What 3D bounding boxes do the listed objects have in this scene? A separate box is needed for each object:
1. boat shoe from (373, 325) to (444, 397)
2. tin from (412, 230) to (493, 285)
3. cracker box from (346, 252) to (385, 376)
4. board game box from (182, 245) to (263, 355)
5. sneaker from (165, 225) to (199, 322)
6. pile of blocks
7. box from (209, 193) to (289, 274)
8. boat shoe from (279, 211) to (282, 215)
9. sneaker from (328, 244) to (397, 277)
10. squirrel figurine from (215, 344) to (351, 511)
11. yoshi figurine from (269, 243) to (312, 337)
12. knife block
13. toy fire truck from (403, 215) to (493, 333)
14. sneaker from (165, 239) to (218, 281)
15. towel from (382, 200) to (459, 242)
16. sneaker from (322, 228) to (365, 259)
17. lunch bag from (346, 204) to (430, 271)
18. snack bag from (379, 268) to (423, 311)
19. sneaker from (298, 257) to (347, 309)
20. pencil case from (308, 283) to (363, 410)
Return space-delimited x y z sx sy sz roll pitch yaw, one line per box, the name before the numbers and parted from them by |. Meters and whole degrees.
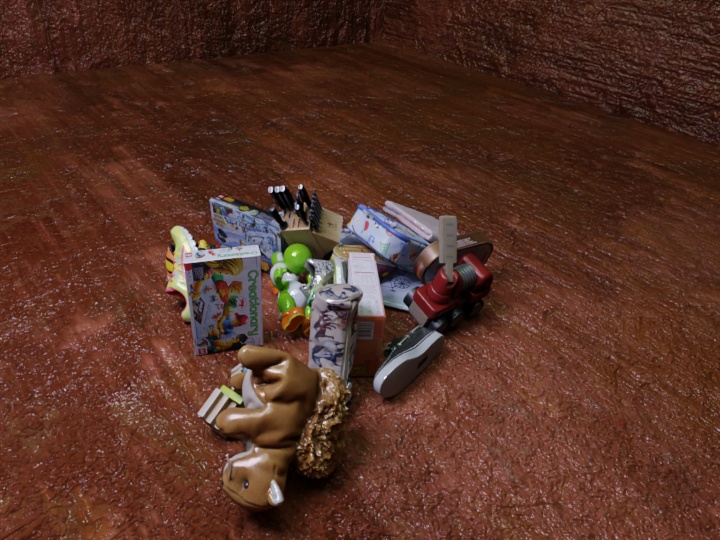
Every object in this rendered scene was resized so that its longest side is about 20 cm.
boat shoe | 0.074 0.156 0.950 0.063 0.072 0.198 27 31 29
tin | 0.202 -0.023 1.150 0.196 0.113 0.042 -14 56 -29
cracker box | 0.003 0.076 0.994 0.056 0.137 0.202 2 33 -6
board game box | -0.235 0.055 0.933 0.123 0.204 0.035 -7 37 -17
sneaker | -0.342 0.008 1.044 0.089 0.078 0.203 -21 76 -13
pile of blocks | -0.163 0.188 0.852 0.061 0.084 0.199 22 36 24
box | -0.241 -0.075 1.183 0.197 0.139 0.040 22 40 23
boat shoe | -0.183 -0.111 1.302 0.195 0.075 0.068 -8 31 -19
sneaker | 0.000 0.000 1.143 0.197 0.091 0.075 4 29 -46
squirrel figurine | -0.100 0.226 0.731 0.196 0.142 0.191 13 58 -21
yoshi figurine | -0.123 0.022 1.052 0.110 0.114 0.202 -16 50 -12
knife block | -0.132 -0.093 1.091 0.173 0.199 0.065 20 61 -24
toy fire truck | 0.183 0.001 1.040 0.174 0.202 0.129 -20 58 -37
sneaker | -0.312 -0.021 1.135 0.195 0.092 0.070 -4 34 -12
towel | 0.172 -0.101 1.307 0.197 0.033 0.191 12 21 -43
sneaker | -0.080 -0.044 1.241 0.195 0.075 0.089 0 51 4
lunch bag | 0.067 -0.070 1.157 0.198 0.076 0.160 22 16 -50
snack bag | 0.102 0.028 1.183 0.184 0.022 0.201 12 37 12
sneaker | -0.074 0.057 0.978 0.087 0.077 0.203 13 47 -21
pencil case | -0.041 0.120 0.860 0.088 0.205 0.077 19 20 37
